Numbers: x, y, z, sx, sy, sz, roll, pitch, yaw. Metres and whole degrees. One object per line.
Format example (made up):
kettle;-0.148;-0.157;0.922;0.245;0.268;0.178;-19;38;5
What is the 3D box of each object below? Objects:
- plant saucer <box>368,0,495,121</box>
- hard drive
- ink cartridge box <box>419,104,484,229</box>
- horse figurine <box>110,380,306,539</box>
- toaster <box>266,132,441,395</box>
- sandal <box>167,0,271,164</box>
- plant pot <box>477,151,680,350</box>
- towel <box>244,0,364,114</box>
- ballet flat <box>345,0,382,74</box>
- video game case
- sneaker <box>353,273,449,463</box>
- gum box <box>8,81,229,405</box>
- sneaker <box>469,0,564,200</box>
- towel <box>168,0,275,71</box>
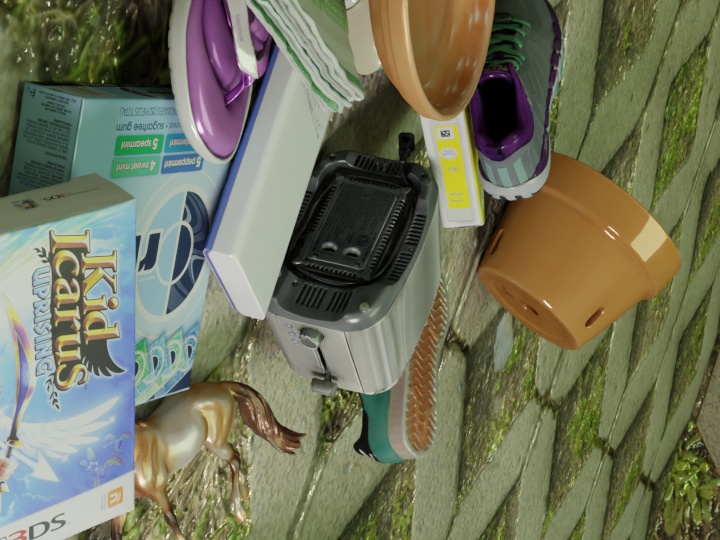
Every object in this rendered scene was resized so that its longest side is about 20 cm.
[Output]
plant saucer;0.050;-0.204;0.976;0.200;0.037;0.201;7;90;-70
hard drive;-0.057;-0.080;0.984;0.132;0.025;0.201;76;29;-70
ink cartridge box;0.071;-0.173;1.155;0.200;0.047;0.198;78;13;-50
horse figurine;-0.124;0.133;0.995;0.200;0.050;0.133;-33;117;-45
toaster;0.000;0.000;1.120;0.129;0.113;0.200;80;27;-52
sandal;-0.073;-0.166;0.866;0.082;0.050;0.203;28;65;-58
plant pot;0.221;-0.009;1.517;0.140;0.200;0.200;-51;151;-10
towel;-0.040;-0.215;0.873;0.149;0.031;0.201;50;31;-59
ballet flat;0.002;-0.241;0.999;0.069;0.069;0.201;29;68;-66
video game case;-0.202;0.065;0.739;0.181;0.045;0.201;-19;124;-40
sneaker;0.028;0.077;1.297;0.071;0.080;0.201;31;57;-44
gum box;-0.150;-0.012;0.867;0.170;0.044;0.201;-13;118;-63
sneaker;0.117;-0.159;1.094;0.088;0.074;0.201;56;31;-61
towel;-0.065;-0.191;0.969;0.200;0.018;0.086;-30;131;-57
